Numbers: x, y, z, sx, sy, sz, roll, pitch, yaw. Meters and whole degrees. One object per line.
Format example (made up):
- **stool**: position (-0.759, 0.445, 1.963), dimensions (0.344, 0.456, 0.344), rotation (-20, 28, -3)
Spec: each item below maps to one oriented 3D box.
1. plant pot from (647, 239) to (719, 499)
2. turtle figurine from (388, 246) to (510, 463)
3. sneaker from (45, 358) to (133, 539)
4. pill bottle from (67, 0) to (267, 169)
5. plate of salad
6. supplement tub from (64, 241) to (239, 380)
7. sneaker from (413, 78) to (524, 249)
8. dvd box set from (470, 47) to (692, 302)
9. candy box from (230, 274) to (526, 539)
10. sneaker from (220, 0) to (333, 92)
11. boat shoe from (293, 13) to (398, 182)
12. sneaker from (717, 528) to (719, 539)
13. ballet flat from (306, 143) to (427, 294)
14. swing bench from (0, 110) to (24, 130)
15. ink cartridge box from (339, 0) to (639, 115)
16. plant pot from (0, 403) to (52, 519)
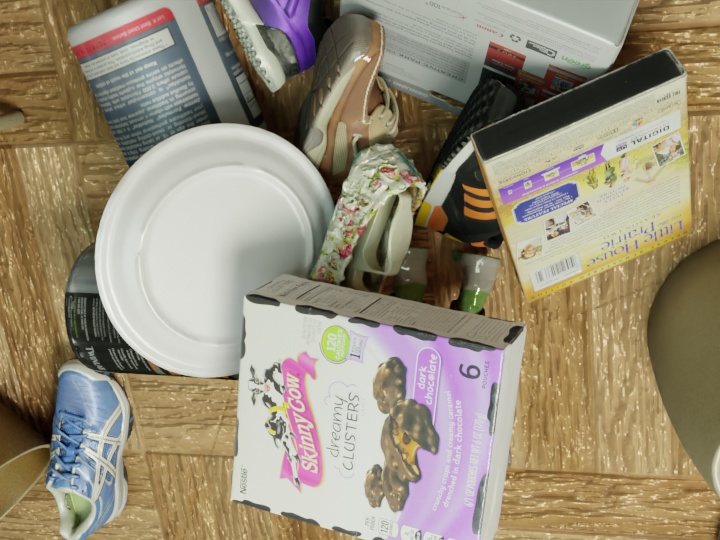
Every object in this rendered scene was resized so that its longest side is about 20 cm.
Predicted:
- **plant pot**: position (0.306, 0.094, 0.797), dimensions (0.186, 0.200, 0.189), rotation (7, 115, 14)
- **turtle figurine**: position (0.054, 0.079, 0.922), dimensions (0.143, 0.200, 0.196), rotation (7, 92, 20)
- **sneaker**: position (-0.278, 0.185, 1.086), dimensions (0.075, 0.077, 0.202), rotation (5, 114, 16)
- **pill bottle**: position (-0.145, -0.127, 0.879), dimensions (0.119, 0.120, 0.201), rotation (-16, 108, 23)
- **plate of salad**: position (-0.110, -0.015, 0.836), dimensions (0.198, 0.048, 0.202), rotation (-8, 107, -26)
- **supplement tub**: position (-0.150, 0.034, 0.953), dimensions (0.198, 0.123, 0.124), rotation (2, 114, 15)
- **sneaker**: position (0.105, -0.075, 0.819), dimensions (0.089, 0.070, 0.200), rotation (25, 157, -3)
- **dvd box set**: position (0.168, -0.060, 0.777), dimensions (0.145, 0.030, 0.200), rotation (-24, 146, 5)
- **candy box**: position (0.009, 0.107, 0.788), dimensions (0.198, 0.071, 0.169), rotation (11, 107, 20)
- **sneaker**: position (-0.070, -0.247, 0.822), dimensions (0.099, 0.070, 0.201), rotation (-27, 124, -5)
- **boat shoe**: position (-0.005, -0.129, 0.833), dimensions (0.071, 0.076, 0.200), rotation (9, 159, -10)
- **sneaker**: position (0.368, 0.211, 0.881), dimensions (0.077, 0.112, 0.201), rotation (33, 119, 0)
- **ballet flat**: position (0.000, 0.000, 0.836), dimensions (0.064, 0.075, 0.202), rotation (35, 119, 38)
- **swing bench**: position (-0.382, -0.198, 0.873), dimensions (0.129, 0.200, 0.200), rotation (15, 117, 10)
- **ink cartridge box**: position (0.088, -0.188, 0.783), dimensions (0.199, 0.084, 0.176), rotation (23, 162, 5)
- **plant pot**: position (-0.451, 0.174, 1.090), dimensions (0.200, 0.186, 0.187), rotation (44, 119, 9)
